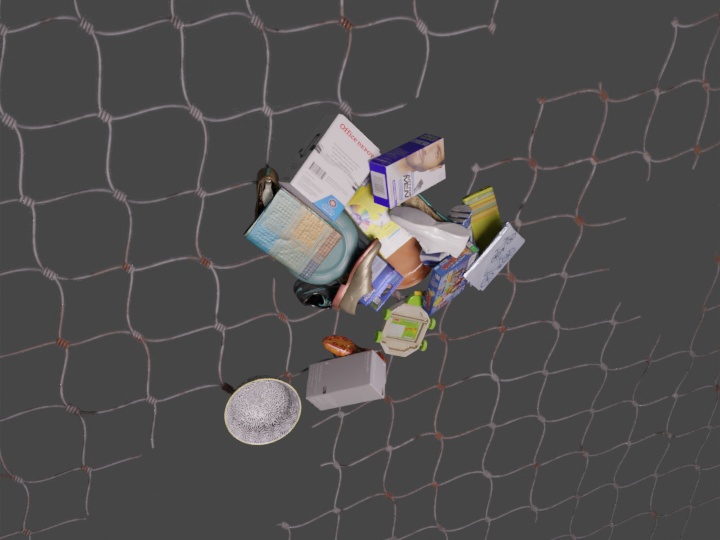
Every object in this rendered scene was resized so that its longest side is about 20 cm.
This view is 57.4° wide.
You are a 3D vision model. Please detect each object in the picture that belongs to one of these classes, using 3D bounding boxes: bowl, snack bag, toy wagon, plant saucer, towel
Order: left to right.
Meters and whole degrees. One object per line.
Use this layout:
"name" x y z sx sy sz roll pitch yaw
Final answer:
"bowl" -0.262 0.348 1.734 0.199 0.094 0.203 -7 114 -15
"towel" -0.156 -0.083 1.540 0.199 0.022 0.147 36 98 -29
"plant saucer" -0.102 -0.061 1.605 0.198 0.036 0.202 0 100 -1
"plant saucer" 0.106 -0.050 1.714 0.198 0.037 0.202 -7 114 -16
"toy wagon" 0.129 0.141 1.804 0.154 0.040 0.202 13 107 -23
"towel" 0.336 -0.124 1.770 0.085 0.018 0.201 -23 119 -2
"snack bag" 0.351 -0.032 1.746 0.189 0.021 0.200 -50 154 9

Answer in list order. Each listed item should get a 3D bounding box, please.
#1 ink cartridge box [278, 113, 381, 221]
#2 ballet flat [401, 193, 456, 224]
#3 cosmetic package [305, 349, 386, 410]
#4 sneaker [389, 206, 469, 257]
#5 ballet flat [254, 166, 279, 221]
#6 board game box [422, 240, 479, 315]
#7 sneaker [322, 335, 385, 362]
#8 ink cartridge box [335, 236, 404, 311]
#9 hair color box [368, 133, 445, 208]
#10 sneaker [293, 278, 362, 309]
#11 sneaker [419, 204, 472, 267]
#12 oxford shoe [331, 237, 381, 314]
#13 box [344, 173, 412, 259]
"ink cartridge box" -0.070 -0.238 1.521 0.146 0.084 0.201 40 80 -28
"ballet flat" 0.169 -0.134 1.642 0.200 0.070 0.065 42 102 13
"cosmetic package" -0.037 0.289 1.723 0.199 0.108 0.090 -20 136 25
"sneaker" 0.157 -0.085 1.587 0.198 0.075 0.089 22 128 5
"ballet flat" -0.216 -0.140 1.547 0.067 0.072 0.202 2 113 -6
"board game box" 0.230 0.024 1.701 0.135 0.034 0.201 -34 156 -23
"sneaker" -0.023 0.237 1.780 0.199 0.073 0.077 28 112 -24
"ink cartridge box" 0.000 0.000 1.653 0.200 0.042 0.120 40 98 -3
"hair color box" 0.115 -0.240 1.572 0.199 0.065 0.110 -33 129 -33
"sneaker" -0.073 0.071 1.681 0.198 0.079 0.076 5 121 -20
"sneaker" 0.242 -0.064 1.702 0.200 0.080 0.116 -51 135 -29
"oxford shoe" 0.007 0.015 1.602 0.074 0.070 0.201 31 106 -1
"box" 0.040 -0.141 1.623 0.117 0.048 0.200 -38 102 -1
